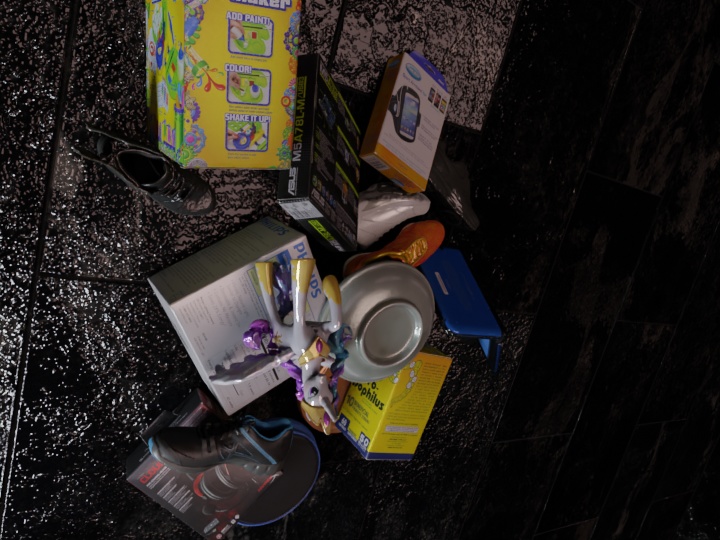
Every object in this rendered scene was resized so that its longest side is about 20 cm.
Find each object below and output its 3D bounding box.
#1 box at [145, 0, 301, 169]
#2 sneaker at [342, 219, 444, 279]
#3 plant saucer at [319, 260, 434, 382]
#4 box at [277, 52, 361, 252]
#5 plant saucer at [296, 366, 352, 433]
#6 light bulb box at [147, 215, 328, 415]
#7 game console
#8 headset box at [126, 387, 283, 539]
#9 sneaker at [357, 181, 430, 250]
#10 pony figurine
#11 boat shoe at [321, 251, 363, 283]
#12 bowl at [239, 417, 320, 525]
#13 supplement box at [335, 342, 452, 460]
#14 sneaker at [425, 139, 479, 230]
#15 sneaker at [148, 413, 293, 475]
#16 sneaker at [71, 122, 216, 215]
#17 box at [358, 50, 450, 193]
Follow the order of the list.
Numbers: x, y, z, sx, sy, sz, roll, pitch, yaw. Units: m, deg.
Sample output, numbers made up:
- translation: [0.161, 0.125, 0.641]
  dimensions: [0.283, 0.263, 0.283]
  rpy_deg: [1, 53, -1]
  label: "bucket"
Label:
- translation: [-0.166, -0.228, 0.640]
  dimensions: [0.122, 0.200, 0.193]
  rpy_deg: [-5, 112, -29]
  label: "box"
- translation: [0.067, -0.019, 0.886]
  dimensions: [0.200, 0.077, 0.073]
  rpy_deg: [-32, 114, -27]
  label: "sneaker"
- translation: [0.036, 0.086, 0.833]
  dimensions: [0.200, 0.050, 0.201]
  rpy_deg: [-11, 115, -24]
  label: "plant saucer"
- translation: [-0.046, -0.144, 0.744]
  dimensions: [0.200, 0.047, 0.194]
  rpy_deg: [44, 44, -68]
  label: "box"
- translation: [-0.021, 0.207, 1.023]
  dimensions: [0.200, 0.032, 0.201]
  rpy_deg: [-14, 116, -29]
  label: "plant saucer"
- translation: [-0.159, 0.059, 0.811]
  dimensions: [0.200, 0.125, 0.199]
  rpy_deg: [-30, 122, -22]
  label: "light bulb box"
- translation: [0.164, 0.067, 0.984]
  dimensions: [0.170, 0.200, 0.118]
  rpy_deg: [7, 133, -28]
  label: "game console"
- translation: [-0.242, 0.290, 0.855]
  dimensions: [0.149, 0.075, 0.200]
  rpy_deg: [-45, 110, -11]
  label: "headset box"
- translation: [0.021, -0.085, 0.916]
  dimensions: [0.200, 0.078, 0.100]
  rpy_deg: [-10, 123, -23]
  label: "sneaker"
- translation: [-0.085, 0.087, 0.695]
  dimensions: [0.166, 0.193, 0.201]
  rpy_deg: [-5, 92, -35]
  label: "pony figurine"
- translation: [0.001, 0.000, 0.934]
  dimensions: [0.201, 0.072, 0.066]
  rpy_deg: [-16, 108, -31]
  label: "boat shoe"
- translation: [-0.160, 0.355, 0.984]
  dimensions: [0.200, 0.039, 0.201]
  rpy_deg: [-13, 115, -30]
  label: "bowl"
- translation: [0.056, 0.215, 0.989]
  dimensions: [0.109, 0.109, 0.200]
  rpy_deg: [16, 98, -37]
  label: "supplement box"
- translation: [0.162, -0.145, 0.980]
  dimensions: [0.091, 0.076, 0.200]
  rpy_deg: [-54, 130, -12]
  label: "sneaker"
- translation: [-0.188, 0.231, 0.782]
  dimensions: [0.200, 0.073, 0.082]
  rpy_deg: [14, 112, -33]
  label: "sneaker"
- translation: [-0.253, -0.115, 0.690]
  dimensions: [0.200, 0.104, 0.060]
  rpy_deg: [33, 89, -38]
  label: "sneaker"
- translation: [0.075, -0.236, 0.873]
  dimensions: [0.119, 0.041, 0.200]
  rpy_deg: [30, 68, -38]
  label: "box"
